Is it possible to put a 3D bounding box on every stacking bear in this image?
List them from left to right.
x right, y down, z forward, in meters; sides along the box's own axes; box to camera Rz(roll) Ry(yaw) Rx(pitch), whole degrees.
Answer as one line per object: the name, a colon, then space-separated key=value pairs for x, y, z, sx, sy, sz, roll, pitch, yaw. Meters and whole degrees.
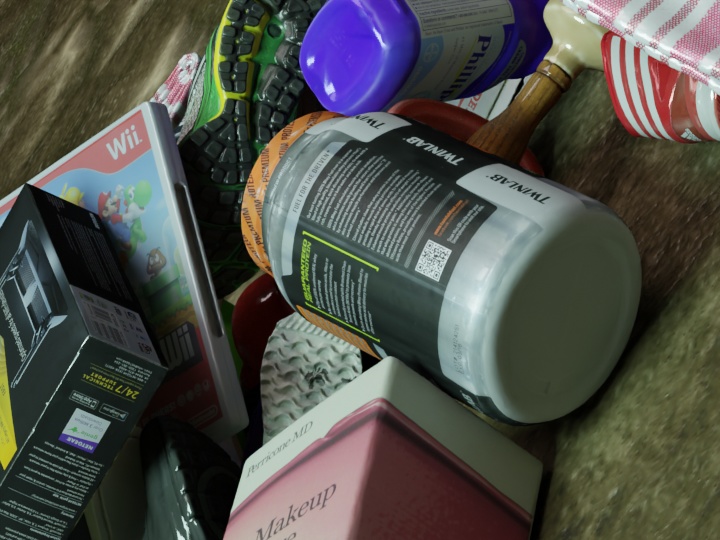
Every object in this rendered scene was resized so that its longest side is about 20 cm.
stacking bear: x=0.000 y=0.000 z=1.732 sx=0.200 sy=0.114 sz=0.122 roll=-44 pitch=22 yaw=36

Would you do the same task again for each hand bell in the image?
hand bell: x=0.101 y=-0.102 z=1.640 sx=0.200 sy=0.104 sz=0.104 roll=-50 pitch=19 yaw=-11

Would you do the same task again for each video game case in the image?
video game case: x=-0.139 y=0.023 z=1.689 sx=0.143 sy=0.017 sz=0.201 roll=-31 pitch=65 yaw=35

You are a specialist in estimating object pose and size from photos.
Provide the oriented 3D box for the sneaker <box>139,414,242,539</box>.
sneaker: x=-0.095 y=0.172 z=1.570 sx=0.091 sy=0.076 sz=0.200 roll=-28 pitch=60 yaw=24

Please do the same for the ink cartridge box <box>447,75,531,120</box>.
ink cartridge box: x=0.032 y=-0.109 z=1.884 sx=0.200 sy=0.067 sz=0.117 roll=-23 pitch=36 yaw=54

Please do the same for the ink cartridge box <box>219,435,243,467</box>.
ink cartridge box: x=-0.163 y=0.095 z=1.762 sx=0.165 sy=0.075 sz=0.200 roll=-40 pitch=59 yaw=32

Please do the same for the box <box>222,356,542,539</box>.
box: x=-0.001 y=0.165 z=1.451 sx=0.128 sy=0.109 sz=0.200 roll=-37 pitch=26 yaw=37

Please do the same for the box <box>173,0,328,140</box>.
box: x=-0.042 y=-0.147 z=1.949 sx=0.159 sy=0.046 sz=0.200 roll=-60 pitch=16 yaw=-13

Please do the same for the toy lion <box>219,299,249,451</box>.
toy lion: x=-0.127 y=0.116 z=1.889 sx=0.192 sy=0.069 sz=0.200 roll=-51 pitch=19 yaw=27

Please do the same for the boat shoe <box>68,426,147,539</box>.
boat shoe: x=-0.139 y=0.179 z=1.644 sx=0.075 sy=0.201 sz=0.062 roll=-22 pitch=20 yaw=-36

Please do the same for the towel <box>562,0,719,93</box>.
towel: x=0.191 y=-0.167 z=1.491 sx=0.200 sy=0.030 sz=0.146 roll=34 pitch=84 yaw=27

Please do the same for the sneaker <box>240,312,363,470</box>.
sneaker: x=-0.038 y=0.129 z=1.666 sx=0.100 sy=0.069 sz=0.201 roll=91 pitch=-165 yaw=-77

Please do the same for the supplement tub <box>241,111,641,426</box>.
supplement tub: x=0.037 y=-0.008 z=1.532 sx=0.200 sy=0.123 sz=0.123 roll=27 pitch=79 yaw=41

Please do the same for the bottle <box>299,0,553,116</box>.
bottle: x=0.056 y=-0.139 z=1.740 sx=0.200 sy=0.065 sz=0.084 roll=-13 pitch=-29 yaw=-46

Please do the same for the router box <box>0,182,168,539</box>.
router box: x=-0.182 y=0.064 z=1.616 sx=0.157 sy=0.052 sz=0.200 roll=-58 pitch=26 yaw=15

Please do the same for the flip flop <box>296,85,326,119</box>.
flip flop: x=-0.015 y=-0.107 z=1.793 sx=0.200 sy=0.081 sz=0.058 roll=-45 pitch=30 yaw=13

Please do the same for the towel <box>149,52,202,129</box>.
towel: x=-0.137 y=-0.041 z=2.074 sx=0.030 sy=0.146 sz=0.200 roll=33 pitch=86 yaw=32

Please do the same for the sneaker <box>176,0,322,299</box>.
sneaker: x=-0.072 y=-0.070 z=1.740 sx=0.085 sy=0.078 sz=0.201 roll=145 pitch=145 yaw=-73

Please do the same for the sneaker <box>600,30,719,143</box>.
sneaker: x=0.188 y=-0.156 z=1.574 sx=0.115 sy=0.078 sz=0.200 roll=1 pitch=54 yaw=45
